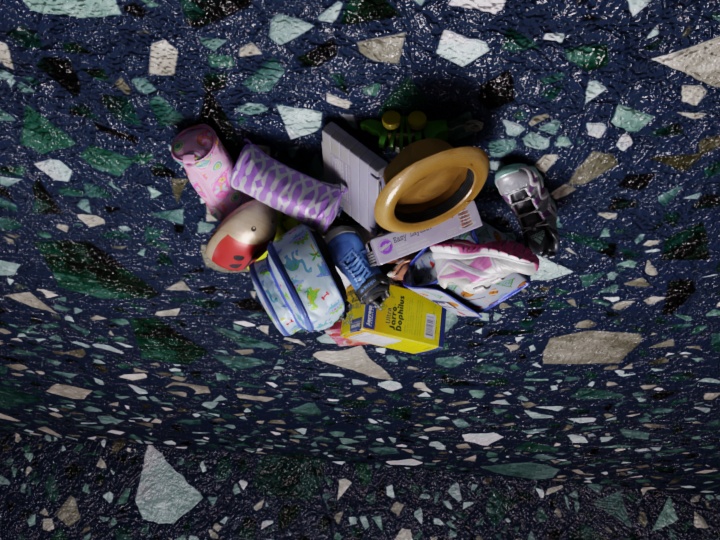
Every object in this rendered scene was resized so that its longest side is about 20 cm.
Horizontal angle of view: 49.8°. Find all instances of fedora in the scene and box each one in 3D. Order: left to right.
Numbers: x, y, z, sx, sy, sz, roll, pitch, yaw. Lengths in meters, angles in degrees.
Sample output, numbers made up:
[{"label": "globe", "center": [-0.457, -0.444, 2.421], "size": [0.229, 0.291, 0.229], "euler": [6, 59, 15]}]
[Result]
[{"label": "fedora", "center": [0.102, -0.144, 1.208], "size": [0.197, 0.083, 0.202], "euler": [-20, 149, -12]}]

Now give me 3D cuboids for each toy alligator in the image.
[{"label": "toy alligator", "center": [0.096, -0.213, 1.227], "size": [0.196, 0.055, 0.060], "euler": [2, 153, 4]}]

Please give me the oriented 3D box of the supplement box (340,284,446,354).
[{"label": "supplement box", "center": [0.072, 0.100, 1.646], "size": [0.197, 0.112, 0.108], "euler": [15, 162, -24]}]

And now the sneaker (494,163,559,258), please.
[{"label": "sneaker", "center": [0.299, -0.087, 1.338], "size": [0.077, 0.142, 0.199], "euler": [-22, 145, 29]}]

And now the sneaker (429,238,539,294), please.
[{"label": "sneaker", "center": [0.217, -0.003, 1.353], "size": [0.197, 0.090, 0.081], "euler": [5, -165, 33]}]

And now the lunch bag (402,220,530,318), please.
[{"label": "lunch bag", "center": [0.205, 0.009, 1.535], "size": [0.169, 0.126, 0.199], "euler": [28, 133, -35]}]

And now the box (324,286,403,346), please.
[{"label": "box", "center": [0.024, 0.109, 1.811], "size": [0.196, 0.097, 0.100], "euler": [-7, 151, 21]}]

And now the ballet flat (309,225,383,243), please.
[{"label": "ballet flat", "center": [-0.050, -0.055, 1.538], "size": [0.196, 0.069, 0.068], "euler": [6, 154, -3]}]

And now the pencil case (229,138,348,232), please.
[{"label": "pencil case", "center": [-0.121, -0.140, 1.306], "size": [0.197, 0.087, 0.084], "euler": [25, -165, -4]}]

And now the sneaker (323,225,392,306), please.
[{"label": "sneaker", "center": [0.001, -0.001, 1.470], "size": [0.076, 0.112, 0.200], "euler": [-36, 148, 0]}]

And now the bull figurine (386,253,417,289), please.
[{"label": "bull figurine", "center": [0.124, 0.017, 1.653], "size": [0.120, 0.066, 0.199], "euler": [-12, 149, 31]}]

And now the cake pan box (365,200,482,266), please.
[{"label": "cake pan box", "center": [0.102, -0.062, 1.365], "size": [0.197, 0.053, 0.184], "euler": [-21, 179, -4]}]

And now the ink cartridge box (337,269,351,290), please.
[{"label": "ink cartridge box", "center": [-0.067, 0.023, 1.671], "size": [0.195, 0.041, 0.201], "euler": [-5, 152, -8]}]

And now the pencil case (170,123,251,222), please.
[{"label": "pencil case", "center": [-0.254, -0.162, 1.345], "size": [0.086, 0.089, 0.201], "euler": [-1, 151, 11]}]

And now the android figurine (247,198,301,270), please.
[{"label": "android figurine", "center": [-0.171, -0.046, 1.505], "size": [0.180, 0.041, 0.201], "euler": [-23, 111, 38]}]

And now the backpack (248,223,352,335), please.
[{"label": "backpack", "center": [-0.106, 0.024, 1.344], "size": [0.145, 0.185, 0.200], "euler": [-28, 177, -7]}]

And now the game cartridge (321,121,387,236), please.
[{"label": "game cartridge", "center": [-0.009, -0.153, 1.310], "size": [0.129, 0.038, 0.201], "euler": [43, 161, 19]}]

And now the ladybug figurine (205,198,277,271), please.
[{"label": "ladybug figurine", "center": [-0.208, -0.057, 1.395], "size": [0.135, 0.073, 0.200], "euler": [-30, 172, -32]}]
